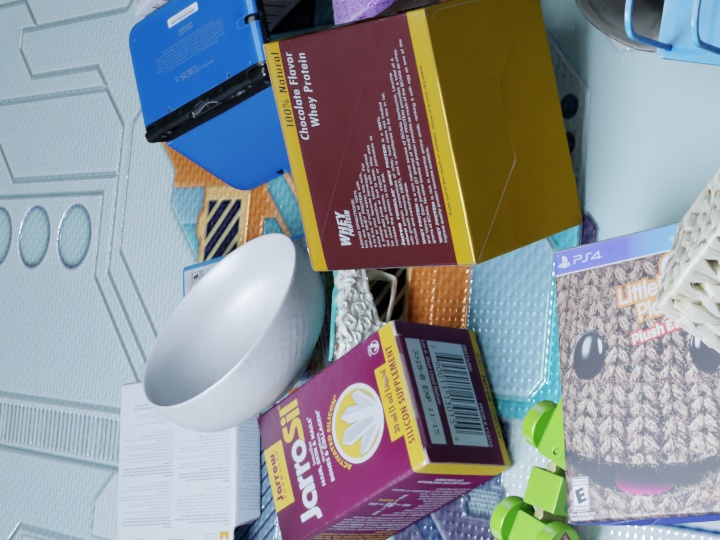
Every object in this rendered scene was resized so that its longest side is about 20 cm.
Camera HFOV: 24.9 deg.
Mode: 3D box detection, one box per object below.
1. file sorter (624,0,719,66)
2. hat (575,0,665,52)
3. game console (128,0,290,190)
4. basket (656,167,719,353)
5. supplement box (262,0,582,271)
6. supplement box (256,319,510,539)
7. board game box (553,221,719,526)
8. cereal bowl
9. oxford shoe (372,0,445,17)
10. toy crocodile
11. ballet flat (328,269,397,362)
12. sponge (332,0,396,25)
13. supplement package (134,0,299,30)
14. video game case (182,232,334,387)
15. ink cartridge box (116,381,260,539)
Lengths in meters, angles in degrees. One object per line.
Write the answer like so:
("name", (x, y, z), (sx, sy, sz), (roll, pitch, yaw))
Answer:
("file sorter", (0.285, -0.202, 1.065), (0.198, 0.122, 0.141), (11, 96, 26))
("hat", (0.253, -0.249, 1.201), (0.199, 0.081, 0.203), (1, 92, 32))
("game console", (-0.114, -0.184, 1.574), (0.199, 0.117, 0.173), (-21, 77, 45))
("basket", (0.295, 0.007, 1.004), (0.199, 0.136, 0.124), (34, 126, -1))
("supplement box", (0.049, -0.113, 1.332), (0.199, 0.132, 0.200), (-3, 103, 49))
("supplement box", (0.016, 0.145, 1.396), (0.200, 0.102, 0.132), (-38, 57, 40))
("board game box", (0.231, 0.076, 1.159), (0.159, 0.096, 0.203), (-15, 73, 47))
("cereal bowl", (-0.103, 0.068, 1.484), (0.199, 0.083, 0.201), (-36, 27, 21))
("oxford shoe", (0.073, -0.229, 1.436), (0.199, 0.071, 0.073), (-8, 50, 50))
("toy crocodile", (0.156, 0.168, 1.268), (0.067, 0.061, 0.202), (25, 98, 49))
("ballet flat", (0.000, 0.000, 1.468), (0.072, 0.071, 0.202), (-33, 49, 41))
("sponge", (0.007, -0.338, 1.544), (0.111, 0.030, 0.202), (-28, 63, 44))
("supplement package", (-0.121, -0.346, 1.572), (0.200, 0.149, 0.154), (-33, 59, 57))
("video game case", (-0.092, 0.047, 1.569), (0.198, 0.018, 0.145), (-15, 70, 34))
("ink cartridge box", (-0.176, 0.207, 1.655), (0.195, 0.043, 0.203), (-10, 76, 45))
